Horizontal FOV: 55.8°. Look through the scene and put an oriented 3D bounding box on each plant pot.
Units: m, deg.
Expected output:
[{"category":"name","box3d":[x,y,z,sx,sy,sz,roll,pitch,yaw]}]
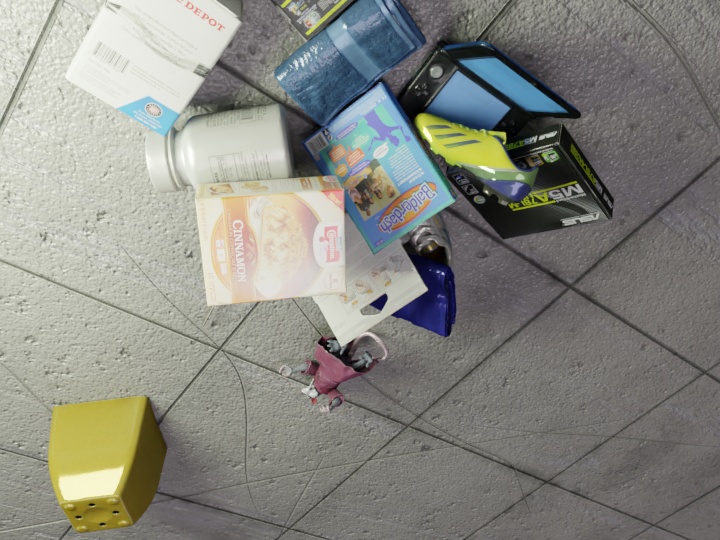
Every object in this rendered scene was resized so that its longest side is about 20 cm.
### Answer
[{"category":"plant pot","box3d":[-0.513,0.403,1.367,0.190,0.202,0.198,-6,133,-4]}]

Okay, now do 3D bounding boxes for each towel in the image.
[{"category":"towel","box3d":[-0.015,-0.291,0.931,0.198,0.049,0.111,-32,141,19]},{"category":"towel","box3d":[0.073,0.020,1.163,0.198,0.050,0.150,21,136,30]}]

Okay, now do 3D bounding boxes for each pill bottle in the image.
[{"category":"pill bottle","box3d":[-0.198,-0.168,0.976,0.196,0.115,0.116,-8,132,-1]}]

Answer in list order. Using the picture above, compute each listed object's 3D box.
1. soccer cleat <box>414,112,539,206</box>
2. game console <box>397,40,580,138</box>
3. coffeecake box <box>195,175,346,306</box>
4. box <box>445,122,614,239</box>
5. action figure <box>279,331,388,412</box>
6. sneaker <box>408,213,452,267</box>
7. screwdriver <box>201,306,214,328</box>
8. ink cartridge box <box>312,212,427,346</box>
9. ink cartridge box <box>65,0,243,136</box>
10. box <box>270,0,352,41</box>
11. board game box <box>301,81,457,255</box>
[{"category":"soccer cleat","box3d":[0.168,-0.177,0.981,0.199,0.065,0.084,38,115,9]},{"category":"game console","box3d":[0.180,-0.232,0.980,0.198,0.119,0.171,25,123,-27]},{"category":"coffeecake box","box3d":[-0.121,-0.043,0.948,0.196,0.073,0.156,-5,114,-9]},{"category":"box","box3d":[0.265,-0.131,1.067,0.198,0.048,0.193,-9,141,41]},{"category":"action figure","box3d":[-0.061,0.195,1.351,0.148,0.134,0.201,-31,163,-41]},{"category":"sneaker","box3d":[0.103,-0.077,1.127,0.076,0.082,0.201,-25,129,16]},{"category":"screwdriver","box3d":[-0.243,0.035,1.208,0.029,0.028,0.201,-9,141,-42]},{"category":"ink cartridge box","box3d":[0.000,0.000,1.119,0.199,0.045,0.178,-35,84,29]},{"category":"ink cartridge box","box3d":[-0.261,-0.300,0.872,0.143,0.085,0.200,29,121,-29]},{"category":"box","box3d":[-0.047,-0.411,0.837,0.199,0.045,0.160,-35,128,21]},{"category":"board game box","box3d":[0.029,-0.150,1.012,0.151,0.045,0.202,-31,95,19]}]
